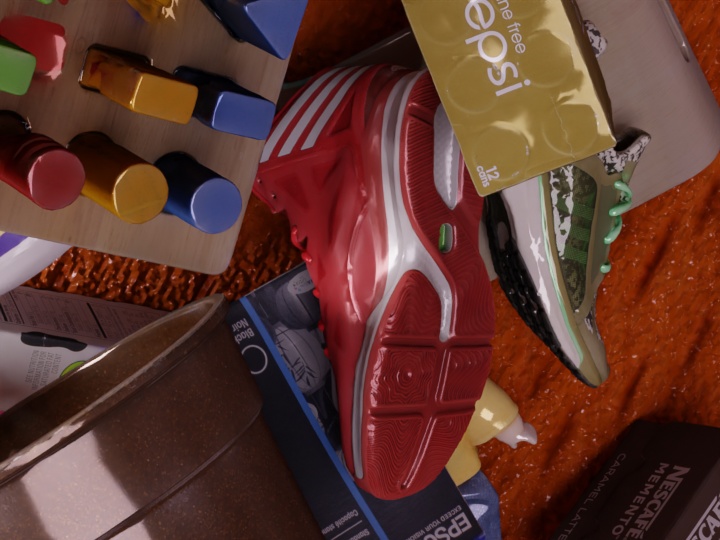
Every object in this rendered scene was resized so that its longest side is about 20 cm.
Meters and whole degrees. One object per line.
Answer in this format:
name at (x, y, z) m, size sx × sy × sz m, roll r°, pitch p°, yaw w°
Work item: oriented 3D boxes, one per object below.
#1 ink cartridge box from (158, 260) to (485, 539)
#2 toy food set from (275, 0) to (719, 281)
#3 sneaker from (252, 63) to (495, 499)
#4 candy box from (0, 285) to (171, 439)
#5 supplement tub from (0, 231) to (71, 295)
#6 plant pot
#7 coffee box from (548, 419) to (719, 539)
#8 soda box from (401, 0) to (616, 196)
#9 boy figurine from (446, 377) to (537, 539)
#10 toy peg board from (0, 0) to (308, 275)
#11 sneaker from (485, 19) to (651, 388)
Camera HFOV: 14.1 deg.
ink cartridge box at (-0.012, 0.102, 1.386) m, size 0.099 × 0.039 × 0.201 m, roll -30°, pitch 89°, yaw -30°
toy food set at (0.068, -0.082, 1.441) m, size 0.199 × 0.061 × 0.144 m, roll -27°, pitch 119°, yaw 4°
sneaker at (0.000, 0.000, 1.370) m, size 0.078 × 0.115 × 0.202 m, roll 4°, pitch 96°, yaw -43°
candy box at (-0.141, 0.102, 1.435) m, size 0.199 × 0.072 × 0.169 m, roll 10°, pitch 109°, yaw -22°
supplement tub at (-0.208, -0.095, 1.287) m, size 0.145 × 0.145 × 0.200 m, roll -36°, pitch 119°, yaw 0°
plant pot at (-0.091, 0.146, 1.283) m, size 0.200 × 0.200 × 0.199 m, roll -33°, pitch 96°, yaw -2°
coffee box at (0.193, 0.190, 1.559) m, size 0.115 × 0.079 × 0.200 m, roll -52°, pitch 122°, yaw -24°
soda box at (0.047, -0.140, 1.262) m, size 0.067 × 0.064 × 0.201 m, roll -20°, pitch 110°, yaw 9°
boy figurine at (0.029, 0.092, 1.493) m, size 0.123 × 0.065 × 0.201 m, roll -18°, pitch 119°, yaw -1°
toy peg board at (-0.101, -0.102, 1.199) m, size 0.198 × 0.098 × 0.201 m, roll 12°, pitch 99°, yaw -30°
sneaker at (0.107, -0.033, 1.402) m, size 0.088 × 0.077 × 0.201 m, roll -22°, pitch 121°, yaw -9°
